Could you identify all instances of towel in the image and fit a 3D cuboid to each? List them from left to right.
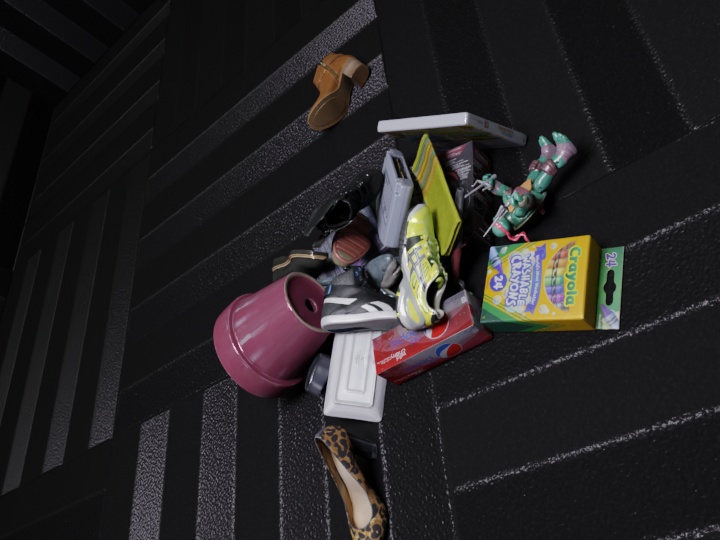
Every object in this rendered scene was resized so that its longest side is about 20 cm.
[{"bbox_3d":[0.123,-0.128,1.058,0.087,0.018,0.203,101,160,-51],"label":"towel"}]

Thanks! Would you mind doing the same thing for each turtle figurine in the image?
[{"bbox_3d":[0.253,-0.124,1.018,0.201,0.100,0.150,-49,26,-1],"label":"turtle figurine"}]

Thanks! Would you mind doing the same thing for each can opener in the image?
[{"bbox_3d":[-0.027,0.147,1.172,0.063,0.078,0.203,5,62,53],"label":"can opener"}]

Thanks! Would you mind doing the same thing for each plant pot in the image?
[{"bbox_3d":[-0.146,0.106,1.193,0.179,0.198,0.203,-40,45,29],"label":"plant pot"}]

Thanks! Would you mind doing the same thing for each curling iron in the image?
[{"bbox_3d":[0.163,-0.034,1.029,0.049,0.025,0.204,28,127,53],"label":"curling iron"}]

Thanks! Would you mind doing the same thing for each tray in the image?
[{"bbox_3d":[-0.002,0.158,1.128,0.105,0.022,0.204,5,67,8],"label":"tray"}]

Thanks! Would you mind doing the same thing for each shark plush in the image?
[{"bbox_3d":[0.000,0.000,1.203,0.197,0.083,0.093,4,70,42],"label":"shark plush"}]

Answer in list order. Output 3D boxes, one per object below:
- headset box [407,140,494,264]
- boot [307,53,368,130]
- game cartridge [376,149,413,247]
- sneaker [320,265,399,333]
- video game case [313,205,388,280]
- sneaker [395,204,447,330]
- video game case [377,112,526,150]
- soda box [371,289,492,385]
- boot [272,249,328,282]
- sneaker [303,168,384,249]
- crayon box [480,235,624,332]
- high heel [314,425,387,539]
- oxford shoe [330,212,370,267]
[{"bbox_3d":[0.155,-0.122,1.132,0.147,0.075,0.204,-18,57,36],"label":"headset box"},{"bbox_3d":[-0.083,-0.439,1.539,0.202,0.076,0.155,-54,44,3],"label":"boot"},{"bbox_3d":[0.060,-0.129,1.181,0.201,0.040,0.136,-96,19,-61],"label":"game cartridge"},{"bbox_3d":[0.027,0.043,1.115,0.195,0.073,0.114,-3,67,9],"label":"sneaker"},{"bbox_3d":[-0.032,-0.033,1.308,0.200,0.019,0.144,-43,45,17],"label":"video game case"},{"bbox_3d":[0.106,-0.007,1.021,0.075,0.075,0.205,-6,78,40],"label":"sneaker"},{"bbox_3d":[0.160,-0.240,1.118,0.198,0.180,0.023,9,93,46],"label":"video game case"},{"bbox_3d":[0.114,0.114,1.049,0.198,0.063,0.071,-32,48,29],"label":"soda box"},{"bbox_3d":[-0.125,0.038,1.304,0.199,0.076,0.142,-21,63,62],"label":"boot"},{"bbox_3d":[-0.024,-0.115,1.152,0.198,0.061,0.104,-38,16,-9],"label":"sneaker"},{"bbox_3d":[0.280,0.022,0.947,0.197,0.051,0.128,-6,64,42],"label":"crayon box"},{"bbox_3d":[-0.025,0.349,0.993,0.071,0.142,0.204,-25,52,31],"label":"high heel"},{"bbox_3d":[-0.024,-0.046,1.211,0.074,0.070,0.201,-55,5,26],"label":"oxford shoe"}]
